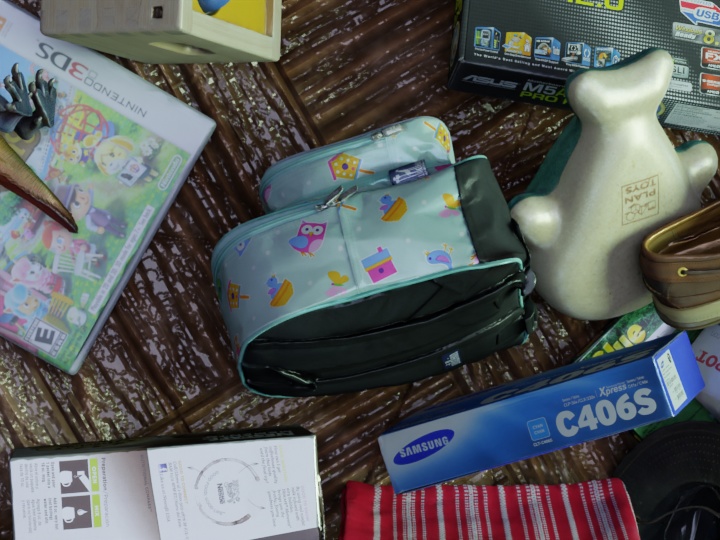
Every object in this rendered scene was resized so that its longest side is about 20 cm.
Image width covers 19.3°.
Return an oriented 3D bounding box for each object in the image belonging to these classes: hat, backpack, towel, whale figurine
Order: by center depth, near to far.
[{"bbox_3d":[0.000,0.000,1.388,0.199,0.176,0.154,-23,71,-3],"label":"backpack"},{"bbox_3d":[0.084,0.167,1.395,0.199,0.145,0.023,-1,102,3],"label":"towel"},{"bbox_3d":[0.161,-0.065,1.417,0.158,0.104,0.201,-19,130,-16],"label":"whale figurine"},{"bbox_3d":[0.246,0.202,1.455,0.081,0.200,0.202,1,89,-52],"label":"hat"}]

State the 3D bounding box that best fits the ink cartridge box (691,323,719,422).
[{"bbox_3d":[0.342,0.052,1.422,0.145,0.145,0.200,40,83,-32],"label":"ink cartridge box"}]

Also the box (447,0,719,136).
[{"bbox_3d":[0.165,-0.187,1.451,0.199,0.044,0.161,10,68,-6],"label":"box"}]

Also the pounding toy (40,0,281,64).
[{"bbox_3d":[-0.098,-0.234,1.385,0.141,0.200,0.185,1,89,21],"label":"pounding toy"}]

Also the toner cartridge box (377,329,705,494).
[{"bbox_3d":[0.119,0.094,1.397,0.199,0.095,0.043,-18,91,23],"label":"toner cartridge box"}]

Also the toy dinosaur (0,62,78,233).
[{"bbox_3d":[-0.298,-0.100,1.378,0.180,0.105,0.201,-8,102,13],"label":"toy dinosaur"}]

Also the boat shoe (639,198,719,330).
[{"bbox_3d":[0.274,-0.031,1.369,0.199,0.072,0.068,-26,131,10],"label":"boat shoe"}]

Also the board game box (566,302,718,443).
[{"bbox_3d":[0.251,0.034,1.494,0.200,0.023,0.105,-43,97,-7],"label":"board game box"}]

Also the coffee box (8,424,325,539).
[{"bbox_3d":[-0.128,0.151,1.398,0.199,0.113,0.080,-4,89,-7],"label":"coffee box"}]

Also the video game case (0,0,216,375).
[{"bbox_3d":[-0.224,-0.060,1.436,0.181,0.022,0.201,30,85,-6],"label":"video game case"}]
